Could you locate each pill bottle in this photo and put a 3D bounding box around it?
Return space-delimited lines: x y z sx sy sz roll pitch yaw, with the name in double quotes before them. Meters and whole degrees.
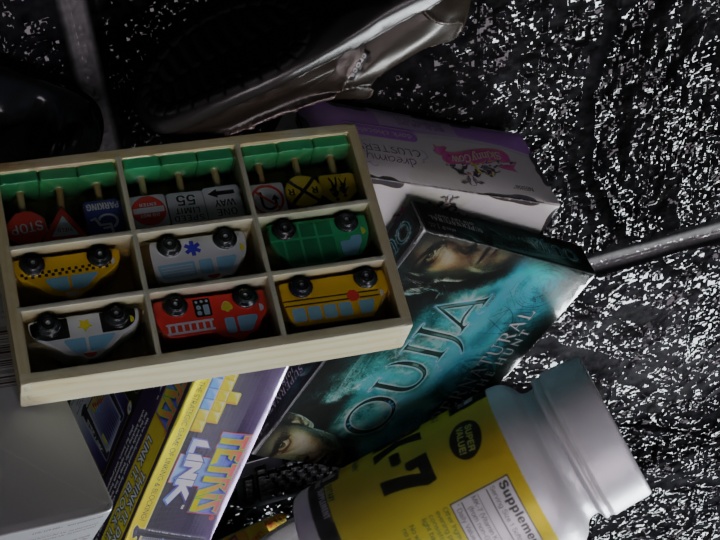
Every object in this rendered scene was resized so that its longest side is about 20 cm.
"pill bottle" 0.069 0.141 1.009 0.199 0.115 0.114 -29 138 5

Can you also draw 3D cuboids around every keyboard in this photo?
"keyboard" 0.005 0.113 1.165 0.199 0.021 0.127 -15 141 -10

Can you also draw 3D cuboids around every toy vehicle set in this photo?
"toy vehicle set" -0.084 -0.007 0.840 0.199 0.125 0.027 -8 153 -17

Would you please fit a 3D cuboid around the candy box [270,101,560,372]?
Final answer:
"candy box" 0.000 0.000 1.014 0.167 0.072 0.201 7 130 -29

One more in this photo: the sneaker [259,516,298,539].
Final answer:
"sneaker" -0.011 0.216 1.170 0.199 0.089 0.075 -19 150 -38

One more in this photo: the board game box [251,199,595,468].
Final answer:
"board game box" 0.033 0.049 1.003 0.135 0.028 0.200 12 128 -35

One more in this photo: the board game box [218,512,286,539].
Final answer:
"board game box" -0.140 0.238 1.191 0.199 0.030 0.096 -26 157 -16

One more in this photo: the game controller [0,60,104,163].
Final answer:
"game controller" -0.225 -0.032 0.916 0.104 0.042 0.200 24 121 -22

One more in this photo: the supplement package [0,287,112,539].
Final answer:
"supplement package" -0.255 0.107 0.847 0.146 0.192 0.200 -7 147 -38

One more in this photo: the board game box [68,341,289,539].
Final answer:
"board game box" -0.124 0.082 0.944 0.056 0.165 0.201 11 115 -33

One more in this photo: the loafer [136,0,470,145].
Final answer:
"loafer" -0.023 -0.112 0.887 0.199 0.073 0.072 -24 137 1
